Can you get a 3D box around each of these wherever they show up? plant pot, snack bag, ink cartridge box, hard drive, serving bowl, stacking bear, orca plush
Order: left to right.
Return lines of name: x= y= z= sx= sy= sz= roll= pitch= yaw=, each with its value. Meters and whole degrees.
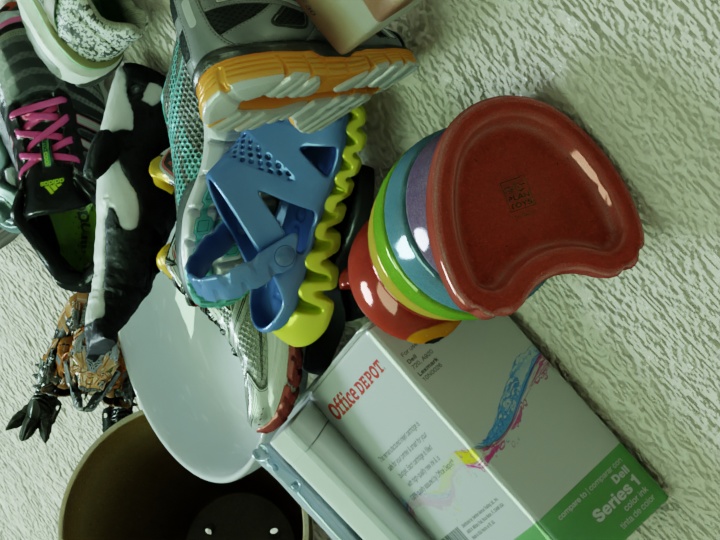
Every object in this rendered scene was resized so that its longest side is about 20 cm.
orca plush: x=-0.137 y=-0.040 z=1.652 sx=0.071 sy=0.201 sz=0.105 roll=2 pitch=149 yaw=14
plant pot: x=-0.110 y=0.202 z=1.891 sx=0.186 sy=0.186 sz=0.200 roll=44 pitch=180 yaw=14
serving bowl: x=-0.093 y=0.042 z=1.743 sx=0.200 sy=0.065 sz=0.202 roll=27 pitch=124 yaw=50
snack bag: x=0.021 y=0.181 z=1.689 sx=0.189 sy=0.021 sz=0.200 roll=47 pitch=-167 yaw=11
hard drive: x=0.032 y=0.156 z=1.650 sx=0.027 sy=0.132 sz=0.200 roll=-42 pitch=94 yaw=20
stacking bear: x=0.053 y=-0.016 z=1.415 sx=0.114 sy=0.121 sz=0.200 roll=68 pitch=155 yaw=7
ink cartridge box: x=0.075 y=0.108 z=1.565 sx=0.200 sy=0.084 sz=0.145 roll=49 pitch=155 yaw=5

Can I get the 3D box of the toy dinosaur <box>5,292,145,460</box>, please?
toy dinosaur: x=-0.194 y=0.062 z=1.887 sx=0.101 sy=0.200 sz=0.137 roll=18 pitch=112 yaw=13

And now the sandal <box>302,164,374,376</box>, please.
sandal: x=0.000 y=-0.001 z=1.582 sx=0.048 sy=0.076 sz=0.201 roll=11 pitch=149 yaw=-3

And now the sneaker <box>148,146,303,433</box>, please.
sneaker: x=-0.085 y=0.008 z=1.613 sx=0.078 sy=0.082 sz=0.201 roll=80 pitch=176 yaw=-76

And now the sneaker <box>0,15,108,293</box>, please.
sneaker: x=-0.203 y=-0.072 z=1.697 sx=0.088 sy=0.073 sz=0.201 roll=-71 pitch=-33 yaw=-72

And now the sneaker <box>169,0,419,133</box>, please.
sneaker: x=-0.034 y=-0.124 z=1.368 sx=0.078 sy=0.200 sz=0.078 roll=-33 pitch=78 yaw=23

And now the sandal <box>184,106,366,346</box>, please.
sandal: x=-0.052 y=-0.053 z=1.486 sx=0.079 sy=0.086 sz=0.202 roll=26 pitch=110 yaw=61

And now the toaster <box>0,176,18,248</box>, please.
toaster: x=-0.343 y=-0.042 z=1.994 sx=0.114 sy=0.129 sz=0.200 roll=53 pitch=154 yaw=-7

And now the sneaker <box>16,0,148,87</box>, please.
sneaker: x=-0.199 y=-0.217 z=1.623 sx=0.088 sy=0.077 sz=0.200 roll=-17 pitch=115 yaw=49

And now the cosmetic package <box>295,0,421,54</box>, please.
cosmetic package: x=0.025 y=-0.196 z=1.250 sx=0.104 sy=0.087 sz=0.200 roll=52 pitch=154 yaw=-1

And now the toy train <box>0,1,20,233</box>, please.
toy train: x=-0.229 y=-0.103 z=1.796 sx=0.113 sy=0.085 sz=0.201 roll=6 pitch=128 yaw=38

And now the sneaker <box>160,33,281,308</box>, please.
sneaker: x=-0.087 y=-0.079 z=1.556 sx=0.091 sy=0.077 sz=0.202 roll=27 pitch=113 yaw=59
